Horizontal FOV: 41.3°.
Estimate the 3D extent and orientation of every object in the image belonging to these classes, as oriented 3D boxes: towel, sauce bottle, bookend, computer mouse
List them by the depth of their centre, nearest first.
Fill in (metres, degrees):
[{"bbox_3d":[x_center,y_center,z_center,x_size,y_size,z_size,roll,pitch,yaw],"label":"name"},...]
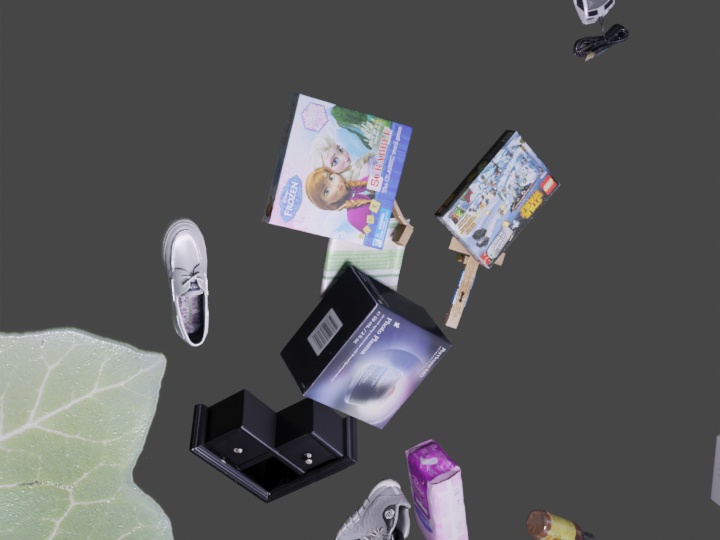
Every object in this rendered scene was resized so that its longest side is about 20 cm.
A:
[{"bbox_3d":[-0.139,0.270,1.571,0.198,0.093,0.199,-27,129,23],"label":"bookend"},{"bbox_3d":[0.395,-0.461,1.617,0.109,0.044,0.201,-28,129,-9],"label":"computer mouse"},{"bbox_3d":[0.000,0.000,1.622,0.147,0.031,0.203,-1,114,-26],"label":"towel"},{"bbox_3d":[0.448,0.581,2.111,0.199,0.066,0.067,27,98,-33],"label":"sauce bottle"}]

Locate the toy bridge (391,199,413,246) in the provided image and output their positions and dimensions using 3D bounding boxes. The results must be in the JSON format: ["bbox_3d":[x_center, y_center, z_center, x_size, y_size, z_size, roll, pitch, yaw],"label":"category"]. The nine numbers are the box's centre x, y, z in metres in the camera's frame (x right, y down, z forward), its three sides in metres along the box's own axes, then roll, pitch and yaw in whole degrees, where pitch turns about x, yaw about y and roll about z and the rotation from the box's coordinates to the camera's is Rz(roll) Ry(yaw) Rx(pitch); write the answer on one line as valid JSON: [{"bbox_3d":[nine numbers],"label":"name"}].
[{"bbox_3d":[0.009,-0.119,1.549,0.199,0.027,0.068,34,80,-25],"label":"toy bridge"}]

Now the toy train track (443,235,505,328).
[{"bbox_3d":[0.189,0.003,1.713,0.113,0.032,0.203,16,95,-24],"label":"toy train track"}]

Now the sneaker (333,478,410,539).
[{"bbox_3d":[0.026,0.503,1.810,0.075,0.115,0.201,29,96,-35],"label":"sneaker"}]

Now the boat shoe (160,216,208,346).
[{"bbox_3d":[-0.263,0.021,1.456,0.071,0.068,0.203,-6,115,-26],"label":"boat shoe"}]

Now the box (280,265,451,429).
[{"bbox_3d":[0.011,0.133,1.605,0.197,0.123,0.201,29,106,-40],"label":"box"}]

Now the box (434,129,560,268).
[{"bbox_3d":[0.240,-0.124,1.664,0.200,0.040,0.137,-48,114,-6],"label":"box"}]

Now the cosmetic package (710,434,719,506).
[{"bbox_3d":[0.967,0.491,2.297,0.163,0.165,0.202,-18,121,-21],"label":"cosmetic package"}]

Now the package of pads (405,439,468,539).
[{"bbox_3d":[0.149,0.444,1.848,0.075,0.120,0.202,-20,121,-19],"label":"package of pads"}]

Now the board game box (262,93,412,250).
[{"bbox_3d":[-0.034,-0.151,1.483,0.197,0.041,0.203,11,95,-24],"label":"board game box"}]
